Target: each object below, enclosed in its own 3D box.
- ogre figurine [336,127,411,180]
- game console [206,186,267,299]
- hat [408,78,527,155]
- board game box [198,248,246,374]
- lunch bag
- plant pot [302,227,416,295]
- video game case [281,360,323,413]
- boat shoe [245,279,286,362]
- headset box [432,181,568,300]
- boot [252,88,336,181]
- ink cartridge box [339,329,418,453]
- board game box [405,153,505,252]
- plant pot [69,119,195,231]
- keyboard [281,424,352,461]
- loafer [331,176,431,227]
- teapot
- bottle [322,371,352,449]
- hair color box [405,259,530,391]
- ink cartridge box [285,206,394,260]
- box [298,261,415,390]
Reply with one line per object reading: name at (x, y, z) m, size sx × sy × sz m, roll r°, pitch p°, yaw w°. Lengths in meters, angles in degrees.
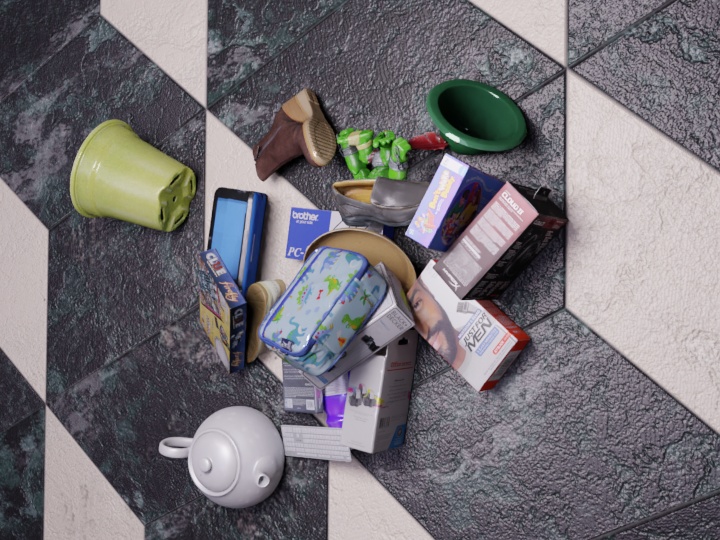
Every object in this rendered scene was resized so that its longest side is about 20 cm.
ogre figurine at (0.031, -0.174, 1.647) m, size 0.198 × 0.098 × 0.122 m, roll 4°, pitch 118°, yaw 40°
game console at (-0.246, -0.052, 1.817) m, size 0.116 × 0.171 × 0.204 m, roll 8°, pitch 93°, yaw 3°
hat at (0.164, -0.199, 1.610) m, size 0.178 × 0.163 × 0.202 m, roll 107°, pitch 150°, yaw -44°
board game box at (-0.252, 0.076, 1.776) m, size 0.136 × 0.034 × 0.202 m, roll 55°, pitch 153°, yaw 30°
lunch bag at (-0.065, 0.061, 1.555) m, size 0.201 × 0.082 × 0.160 m, roll -53°, pitch 33°, yaw -12°
plant pot at (0.000, 0.000, 1.653) m, size 0.197 × 0.201 × 0.028 m, roll -18°, pitch 35°, yaw 29°
video game case at (-0.108, 0.150, 1.740) m, size 0.142 × 0.019 × 0.204 m, roll -11°, pitch 81°, yaw 62°
boat shoe at (-0.178, 0.093, 1.780) m, size 0.074 × 0.066 × 0.201 m, roll 51°, pitch 141°, yaw 22°
headset box at (0.225, -0.049, 1.514) m, size 0.077 × 0.148 × 0.201 m, roll 47°, pitch 112°, yaw 22°
boot at (-0.123, -0.212, 1.748) m, size 0.166 × 0.072 × 0.202 m, roll -45°, pitch 40°, yaw 28°
ink cartridge box at (0.033, 0.194, 1.640) m, size 0.067 × 0.115 × 0.204 m, roll 10°, pitch 93°, yaw 29°
board game box at (0.156, -0.095, 1.522) m, size 0.044 × 0.199 × 0.136 m, roll 31°, pitch 99°, yaw 25°
plant pot at (-0.428, -0.168, 1.897) m, size 0.182 × 0.200 × 0.204 m, roll 22°, pitch 99°, yaw 18°
keyboard at (-0.080, 0.303, 1.722) m, size 0.198 × 0.011 × 0.057 m, roll -8°, pitch 96°, yaw 51°
loafer at (0.039, -0.116, 1.557) m, size 0.197 × 0.073 × 0.074 m, roll -7°, pitch 47°, yaw 32°
teapot at (-0.248, 0.344, 1.785) m, size 0.199 × 0.145 × 0.199 m, roll -40°, pitch 69°, yaw 24°
bottle at (-0.034, 0.210, 1.708) m, size 0.082 × 0.065 × 0.204 m, roll -12°, pitch 83°, yaw 34°
hair color box at (0.166, 0.088, 1.595) m, size 0.200 × 0.064 × 0.112 m, roll 44°, pitch 110°, yaw 25°
ink cartridge box at (-0.038, -0.056, 1.730) m, size 0.197 × 0.044 × 0.096 m, roll 7°, pitch 91°, yaw 31°
box at (-0.015, 0.091, 1.594) m, size 0.199 × 0.060 × 0.117 m, roll -37°, pitch 36°, yaw 13°
